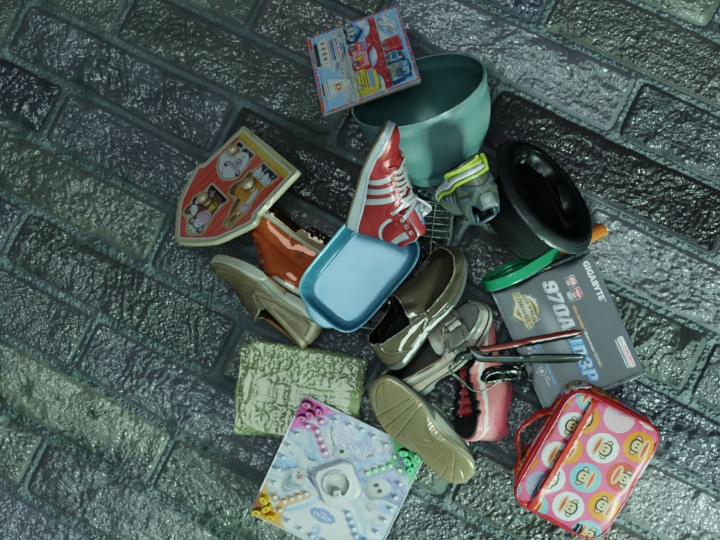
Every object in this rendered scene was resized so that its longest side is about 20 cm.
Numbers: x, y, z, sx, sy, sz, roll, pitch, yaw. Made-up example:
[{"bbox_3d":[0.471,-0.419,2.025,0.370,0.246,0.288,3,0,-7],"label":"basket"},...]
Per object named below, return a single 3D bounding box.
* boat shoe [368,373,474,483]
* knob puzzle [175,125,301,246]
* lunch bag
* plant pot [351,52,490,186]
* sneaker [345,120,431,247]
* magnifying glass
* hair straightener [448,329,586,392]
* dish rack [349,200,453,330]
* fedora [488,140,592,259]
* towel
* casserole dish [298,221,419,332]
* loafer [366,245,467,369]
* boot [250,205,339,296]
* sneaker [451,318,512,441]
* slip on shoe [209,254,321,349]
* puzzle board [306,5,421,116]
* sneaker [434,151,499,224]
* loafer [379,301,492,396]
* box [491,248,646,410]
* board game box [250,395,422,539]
[{"bbox_3d":[0.090,0.223,1.690,0.200,0.065,0.072,44,110,-7],"label":"boat shoe"},{"bbox_3d":[-0.208,-0.118,1.746,0.219,0.030,0.220,-18,50,23],"label":"knob puzzle"},{"bbox_3d":[0.305,0.260,1.646,0.176,0.082,0.200,28,100,0],"label":"lunch bag"},{"bbox_3d":[0.102,-0.208,1.693,0.200,0.200,0.134,-19,124,6],"label":"plant pot"},{"bbox_3d":[0.053,-0.114,1.613,0.112,0.200,0.071,24,48,6],"label":"sneaker"},{"bbox_3d":[0.270,-0.019,1.707,0.200,0.080,0.022,-27,99,-5],"label":"magnifying glass"},{"bbox_3d":[0.222,0.134,1.641,0.200,0.041,0.077,-7,79,-9],"label":"hair straightener"},{"bbox_3d":[0.063,-0.007,1.742,0.153,0.055,0.200,6,84,7],"label":"dish rack"},{"bbox_3d":[0.243,-0.088,1.685,0.201,0.201,0.092,53,127,9],"label":"fedora"},{"bbox_3d":[-0.092,0.185,1.755,0.200,0.036,0.149,6,85,9],"label":"towel"},{"bbox_3d":[0.000,0.000,1.703,0.121,0.039,0.200,40,90,11],"label":"casserole dish"},{"bbox_3d":[0.080,0.048,1.657,0.073,0.071,0.200,30,87,45],"label":"loafer"},{"bbox_3d":[-0.139,-0.042,1.767,0.200,0.075,0.107,33,104,16],"label":"boot"},{"bbox_3d":[0.182,0.157,1.710,0.087,0.074,0.200,17,67,-34],"label":"sneaker"},{"bbox_3d":[-0.148,0.046,1.755,0.200,0.076,0.061,32,73,4],"label":"slip on shoe"},{"bbox_3d":[0.001,-0.317,1.736,0.151,0.017,0.200,-18,44,6],"label":"puzzle board"},{"bbox_3d":[0.154,-0.099,1.636,0.074,0.200,0.081,-27,82,-1],"label":"sneaker"},{"bbox_3d":[0.106,0.118,1.686,0.200,0.063,0.072,-48,41,20],"label":"loafer"},{"bbox_3d":[0.301,0.091,1.699,0.159,0.046,0.200,-23,82,6],"label":"box"},{"bbox_3d":[-0.035,0.315,1.714,0.200,0.026,0.200,25,97,3],"label":"board game box"}]
